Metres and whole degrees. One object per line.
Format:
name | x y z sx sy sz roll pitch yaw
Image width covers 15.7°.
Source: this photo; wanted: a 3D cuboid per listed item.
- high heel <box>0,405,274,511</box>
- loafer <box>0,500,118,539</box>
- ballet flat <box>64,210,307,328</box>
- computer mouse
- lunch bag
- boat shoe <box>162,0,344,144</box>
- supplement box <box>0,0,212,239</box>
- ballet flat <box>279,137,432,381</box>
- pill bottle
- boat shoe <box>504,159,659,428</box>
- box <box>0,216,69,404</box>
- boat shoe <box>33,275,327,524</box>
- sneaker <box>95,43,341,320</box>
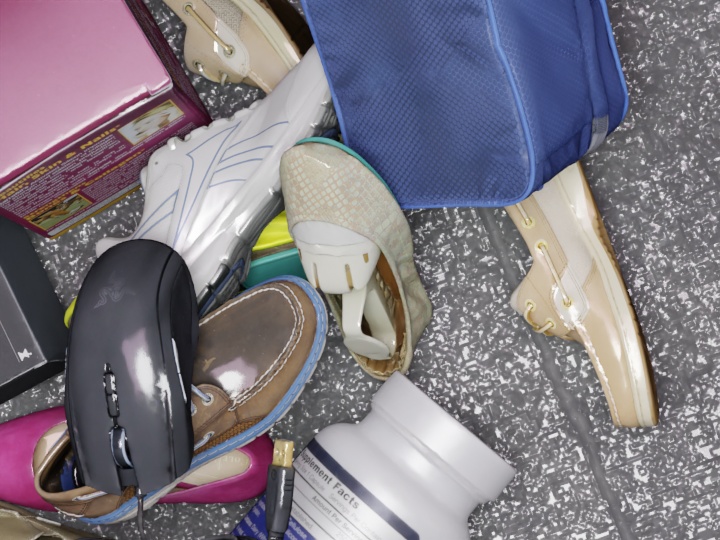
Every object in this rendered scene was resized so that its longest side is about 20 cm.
high heel | -0.148 0.114 1.554 0.200 0.096 0.067 5 85 5
loafer | -0.209 0.177 1.567 0.200 0.067 0.076 7 85 5
ballet flat | -0.087 -0.013 1.584 0.200 0.067 0.067 -17 62 0
computer mouse | -0.102 0.080 1.415 0.140 0.046 0.200 1 82 22
lunch bag | 0.067 -0.132 1.482 0.136 0.132 0.200 2 118 38
boat shoe | -0.077 -0.145 1.589 0.065 0.072 0.200 -40 84 13
supplement box | -0.172 -0.101 1.524 0.131 0.200 0.103 -30 83 1
ballet flat | 0.000 0.000 1.503 0.067 0.200 0.062 1 60 22
pill bottle | -0.008 0.163 1.528 0.116 0.116 0.200 41 89 7
boat shoe | 0.122 0.007 1.558 0.069 0.074 0.200 -20 74 5
box | -0.277 -0.003 1.576 0.141 0.079 0.200 -28 83 14
boat shoe | -0.103 0.077 1.481 0.200 0.072 0.072 -44 69 15
sneaker | -0.079 -0.057 1.516 0.087 0.075 0.200 36 87 12
